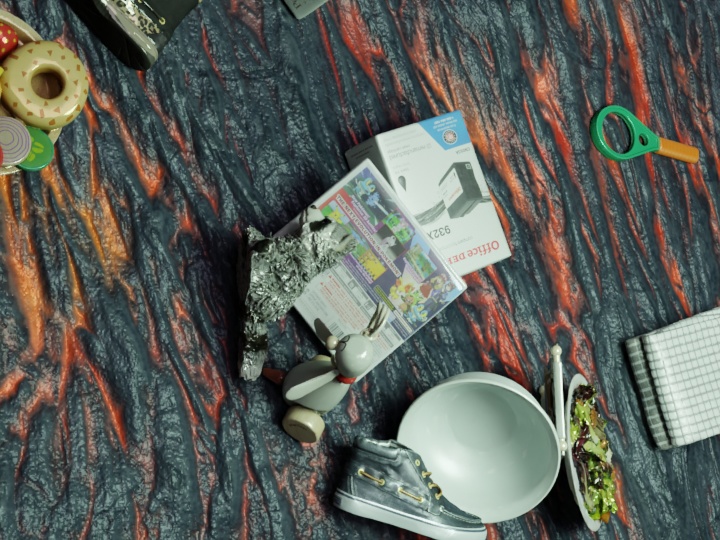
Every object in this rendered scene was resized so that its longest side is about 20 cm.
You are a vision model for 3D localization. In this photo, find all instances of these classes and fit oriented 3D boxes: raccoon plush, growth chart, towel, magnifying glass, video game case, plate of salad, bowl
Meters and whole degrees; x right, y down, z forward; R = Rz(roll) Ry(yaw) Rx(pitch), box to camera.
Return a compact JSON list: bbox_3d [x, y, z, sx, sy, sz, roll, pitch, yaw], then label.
[{"bbox_3d":[-0.076,0.025,1.680,0.132,0.097,0.203,2,109,-16],"label":"raccoon plush"},{"bbox_3d":[0.244,0.178,1.815,0.017,0.200,0.147,-3,72,1],"label":"growth chart"},{"bbox_3d":[0.474,0.149,2.019,0.198,0.085,0.168,-13,84,-32],"label":"towel"},{"bbox_3d":[0.417,-0.188,2.102,0.198,0.022,0.081,11,72,-28],"label":"magnifying glass"},{"bbox_3d":[0.000,0.000,1.730,0.182,0.023,0.201,-39,96,-4],"label":"video game case"},{"bbox_3d":[0.301,0.233,1.854,0.200,0.047,0.203,-8,90,-68],"label":"plate of salad"},{"bbox_3d":[0.147,0.200,1.757,0.201,0.200,0.091,47,24,-13],"label":"bowl"}]

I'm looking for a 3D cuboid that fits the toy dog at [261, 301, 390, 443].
[{"bbox_3d":[-0.054,0.111,1.644,0.095,0.201,0.133,27,38,-6],"label":"toy dog"}]

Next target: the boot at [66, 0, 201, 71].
[{"bbox_3d":[-0.270,-0.353,1.670,0.201,0.073,0.151,50,59,-17],"label":"boot"}]

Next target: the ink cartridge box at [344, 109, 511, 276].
[{"bbox_3d":[0.087,-0.084,1.825,0.144,0.083,0.202,-20,89,-34],"label":"ink cartridge box"}]

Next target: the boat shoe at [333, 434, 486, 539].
[{"bbox_3d":[0.071,0.262,1.712,0.198,0.071,0.092,18,90,-17],"label":"boat shoe"}]

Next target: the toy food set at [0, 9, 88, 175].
[{"bbox_3d":[-0.407,-0.195,1.559,0.199,0.048,0.199,39,61,-19],"label":"toy food set"}]

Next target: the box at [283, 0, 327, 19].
[{"bbox_3d":[-0.037,-0.467,1.789,0.200,0.171,0.200,-44,102,-31],"label":"box"}]
